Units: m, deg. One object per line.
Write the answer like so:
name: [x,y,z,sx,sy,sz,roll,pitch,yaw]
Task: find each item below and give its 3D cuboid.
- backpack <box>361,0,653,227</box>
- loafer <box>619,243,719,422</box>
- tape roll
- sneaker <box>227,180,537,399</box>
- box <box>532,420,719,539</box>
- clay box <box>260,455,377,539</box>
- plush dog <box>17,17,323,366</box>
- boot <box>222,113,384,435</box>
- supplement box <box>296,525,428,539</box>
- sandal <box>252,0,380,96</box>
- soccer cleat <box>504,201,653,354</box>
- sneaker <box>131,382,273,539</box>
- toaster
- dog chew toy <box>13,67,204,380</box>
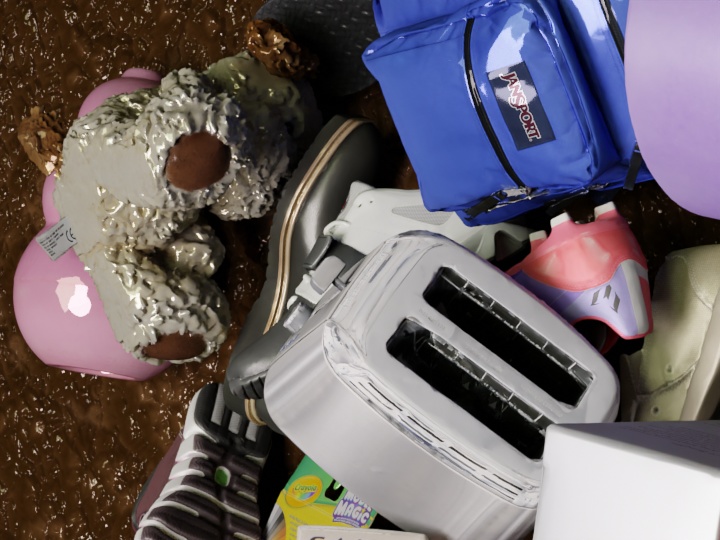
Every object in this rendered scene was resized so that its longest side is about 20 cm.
backpack: [0.119,-0.109,1.195,0.199,0.168,0.163,-14,111,37]
loafer: [0.169,0.077,1.208,0.068,0.075,0.201,23,93,42]
tape roll: [0.219,-0.116,1.087,0.085,0.199,0.202,17,98,41]
sneaker: [0.000,0.000,1.307,0.199,0.074,0.089,-31,77,-6]
box: [0.178,0.157,1.104,0.106,0.199,0.153,13,97,41]
clay box: [-0.035,0.217,1.352,0.115,0.047,0.201,18,82,61]
plush dog: [-0.098,-0.067,1.383,0.160,0.171,0.201,41,139,33]
boot: [0.011,0.020,1.366,0.138,0.077,0.201,26,108,29]
supplement box: [-0.001,0.248,1.204,0.073,0.126,0.201,3,70,8]
sandal: [0.016,-0.159,1.373,0.199,0.045,0.075,-16,114,42]
soccer cleat: [0.098,0.029,1.241,0.200,0.066,0.077,-44,61,60]
sneaker: [-0.112,0.173,1.418,0.116,0.075,0.201,-53,12,40]
toaster: [0.050,0.070,1.185,0.200,0.114,0.129,38,155,2]
dog chew toy: [-0.157,-0.032,1.483,0.124,0.124,0.202,3,80,42]
